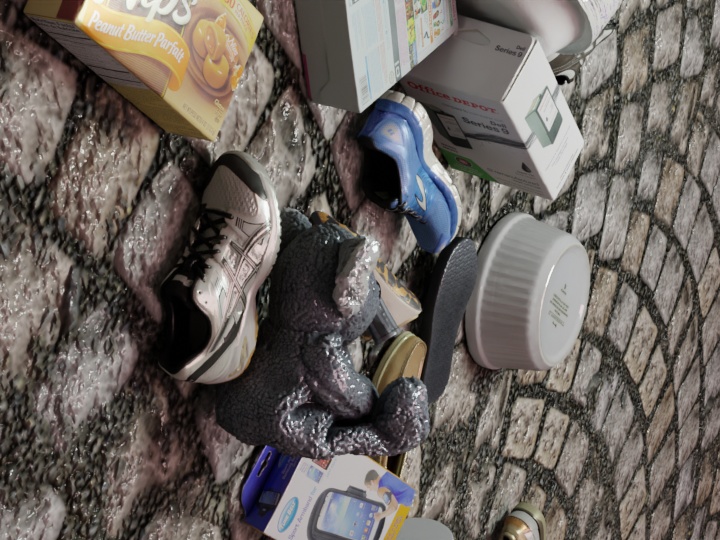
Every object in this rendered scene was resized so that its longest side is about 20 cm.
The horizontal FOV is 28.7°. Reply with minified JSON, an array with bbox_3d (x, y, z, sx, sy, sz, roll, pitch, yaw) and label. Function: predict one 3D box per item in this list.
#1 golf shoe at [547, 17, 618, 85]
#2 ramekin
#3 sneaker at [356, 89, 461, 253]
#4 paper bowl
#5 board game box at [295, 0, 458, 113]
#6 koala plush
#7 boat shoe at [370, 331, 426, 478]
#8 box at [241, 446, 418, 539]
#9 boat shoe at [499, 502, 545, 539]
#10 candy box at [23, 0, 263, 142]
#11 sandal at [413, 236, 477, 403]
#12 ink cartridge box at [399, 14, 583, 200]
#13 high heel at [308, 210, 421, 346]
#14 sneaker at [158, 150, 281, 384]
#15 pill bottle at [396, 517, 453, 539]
[{"bbox_3d":[0.255,-0.283,1.760,0.199,0.077,0.096,-23,138,-53],"label":"golf shoe"},{"bbox_3d":[0.217,0.033,1.779,0.202,0.093,0.205,-31,127,-53],"label":"ramekin"},{"bbox_3d":[0.041,-0.088,1.460,0.089,0.078,0.201,-49,135,-23],"label":"sneaker"},{"bbox_3d":[0.163,-0.297,1.449,0.105,0.199,0.201,-53,146,-11],"label":"paper bowl"},{"bbox_3d":[0.018,-0.264,1.347,0.200,0.064,0.149,-43,137,-43],"label":"board game box"},{"bbox_3d":[-0.039,0.051,1.271,0.182,0.177,0.203,-3,109,-35],"label":"koala plush"},{"bbox_3d":[0.041,0.168,1.551,0.074,0.066,0.203,36,70,-59],"label":"boat shoe"},{"bbox_3d":[-0.033,0.234,1.422,0.200,0.041,0.120,39,74,-43],"label":"box"},{"bbox_3d":[0.225,0.425,1.980,0.068,0.074,0.203,-36,124,-41],"label":"boat shoe"},{"bbox_3d":[-0.158,-0.194,1.072,0.200,0.055,0.117,40,67,-57],"label":"candy box"},{"bbox_3d":[0.084,0.055,1.619,0.076,0.043,0.203,-9,118,-51],"label":"sandal"},{"bbox_3d":[0.138,-0.176,1.505,0.085,0.145,0.200,-60,146,-14],"label":"ink cartridge box"},{"bbox_3d":[0.000,0.000,1.440,0.144,0.071,0.200,59,5,0],"label":"high heel"},{"bbox_3d":[-0.124,-0.001,1.191,0.087,0.075,0.203,-2,100,-55],"label":"sneaker"},{"bbox_3d":[0.066,0.397,1.640,0.112,0.111,0.203,-32,128,-51],"label":"pill bottle"}]
